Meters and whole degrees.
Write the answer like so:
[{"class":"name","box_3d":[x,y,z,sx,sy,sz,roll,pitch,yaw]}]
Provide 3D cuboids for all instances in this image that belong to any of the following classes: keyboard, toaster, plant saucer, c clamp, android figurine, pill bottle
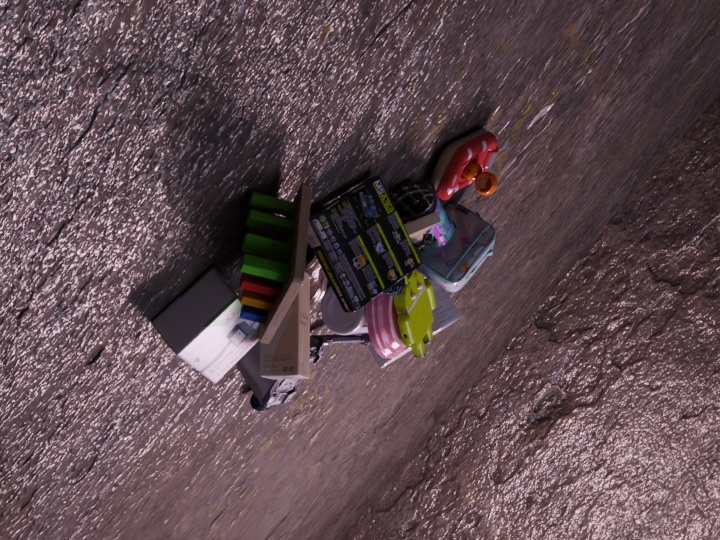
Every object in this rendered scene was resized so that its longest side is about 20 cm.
[{"class":"keyboard","box_3d":[0.114,-0.049,1.776,0.125,0.021,0.200,-25,173,11]},{"class":"toaster","box_3d":[-0.171,0.179,1.705,0.201,0.129,0.113,-54,157,19]},{"class":"plant saucer","box_3d":[0.077,0.097,1.838,0.200,0.050,0.205,18,69,-61]},{"class":"c clamp","box_3d":[-0.054,0.162,1.865,0.198,0.169,0.028,2,86,-45]},{"class":"android figurine","box_3d":[0.124,0.088,1.837,0.182,0.040,0.204,-47,129,-55]},{"class":"pill bottle","box_3d":[0.003,0.085,1.880,0.120,0.120,0.199,-53,157,16]}]

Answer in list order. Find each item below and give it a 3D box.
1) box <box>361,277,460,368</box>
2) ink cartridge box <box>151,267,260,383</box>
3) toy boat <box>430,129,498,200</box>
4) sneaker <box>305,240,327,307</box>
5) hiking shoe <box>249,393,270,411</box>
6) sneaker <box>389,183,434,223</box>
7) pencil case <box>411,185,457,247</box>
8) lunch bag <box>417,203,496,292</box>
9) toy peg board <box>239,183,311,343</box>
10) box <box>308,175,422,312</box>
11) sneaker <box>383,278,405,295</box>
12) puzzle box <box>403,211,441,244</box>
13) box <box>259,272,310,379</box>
[{"class":"box","box_3d":[0.123,0.126,2.050,0.198,0.132,0.199,-35,172,21]},{"class":"ink cartridge box","box_3d":[-0.267,0.104,1.469,0.146,0.084,0.200,-44,158,-8]},{"class":"toy boat","box_3d":[0.252,-0.218,1.811,0.198,0.131,0.132,-30,153,-35]},{"class":"sneaker","box_3d":[-0.104,-0.009,1.625,0.074,0.071,0.203,-7,132,-33]},{"class":"hiking shoe","box_3d":[-0.199,0.233,1.851,0.086,0.075,0.201,29,105,-42]},{"class":"sneaker","box_3d":[0.067,-0.118,1.742,0.198,0.078,0.085,-30,165,-13]},{"class":"pencil case","box_3d":[0.160,-0.120,1.860,0.084,0.094,0.200,-31,158,9]},{"class":"lunch bag","box_3d":[0.236,-0.058,1.990,0.201,0.159,0.077,-50,158,-14]},{"class":"toy peg board","box_3d":[-0.163,-0.020,1.364,0.096,0.203,0.200,15,142,-16]},{"class":"box","box_3d":[0.004,-0.052,1.574,0.192,0.203,0.047,-34,-168,-32]},{"class":"sneaker","box_3d":[0.000,0.000,1.734,0.197,0.078,0.067,20,96,-22]},{"class":"puzzle box","box_3d":[0.086,-0.066,1.750,0.131,0.026,0.200,-24,173,-16]},{"class":"box","box_3d":[-0.142,0.101,1.537,0.076,0.205,0.095,-2,170,10]}]
